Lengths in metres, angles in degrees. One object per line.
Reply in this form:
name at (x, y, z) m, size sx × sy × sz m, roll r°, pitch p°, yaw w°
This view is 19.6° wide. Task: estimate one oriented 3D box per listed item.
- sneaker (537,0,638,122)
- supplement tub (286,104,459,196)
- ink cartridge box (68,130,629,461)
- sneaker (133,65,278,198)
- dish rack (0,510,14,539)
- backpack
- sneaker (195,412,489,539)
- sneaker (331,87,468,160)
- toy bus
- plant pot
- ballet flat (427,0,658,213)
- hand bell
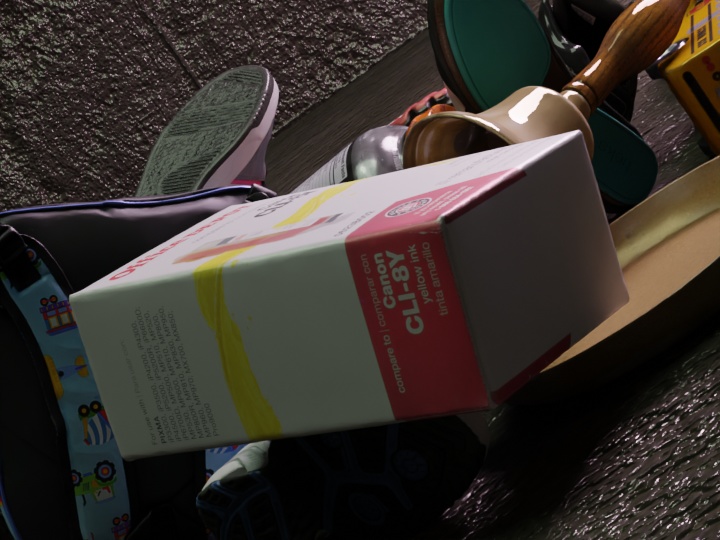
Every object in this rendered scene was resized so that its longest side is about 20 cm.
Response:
sneaker at (0.141, -0.137, 1.349) m, size 0.075 × 0.115 × 0.200 m, roll 7°, pitch 19°, yaw -4°
supplement tub at (0.000, 0.000, 1.214) m, size 0.199 × 0.123 × 0.123 m, roll -37°, pitch 8°, yaw 25°
ink cartridge box at (-0.005, 0.012, 0.917) m, size 0.199 × 0.084 × 0.145 m, roll -11°, pitch 12°, yaw 33°
sneaker at (-0.084, -0.021, 1.339) m, size 0.083 × 0.121 × 0.201 m, roll 6°, pitch 59°, yaw 36°
dish rack at (-0.234, 0.207, 1.143) m, size 0.153 × 0.054 × 0.201 m, roll -30°, pitch 35°, yaw 40°
backpack at (-0.119, 0.065, 1.108) m, size 0.181 × 0.202 × 0.134 m, roll -7°, pitch -4°, yaw -16°
sneaker at (-0.005, 0.082, 0.984) m, size 0.199 × 0.076 × 0.077 m, roll -23°, pitch 19°, yaw 52°
sneaker at (0.035, -0.066, 1.315) m, size 0.200 × 0.071 × 0.098 m, roll -35°, pitch 10°, yaw 19°
toy bus at (0.215, -0.123, 1.220) m, size 0.078 × 0.065 × 0.200 m, roll -35°, pitch 9°, yaw 17°
plant pot at (0.138, 0.004, 0.994) m, size 0.199 × 0.028 × 0.200 m, roll -37°, pitch 8°, yaw 6°
ballet flat at (0.088, -0.098, 1.182) m, size 0.068 × 0.200 × 0.068 m, roll 14°, pitch 64°, yaw 54°
hand bell at (0.122, -0.094, 1.125) m, size 0.200 × 0.104 × 0.104 m, roll -44°, pitch 11°, yaw -33°
